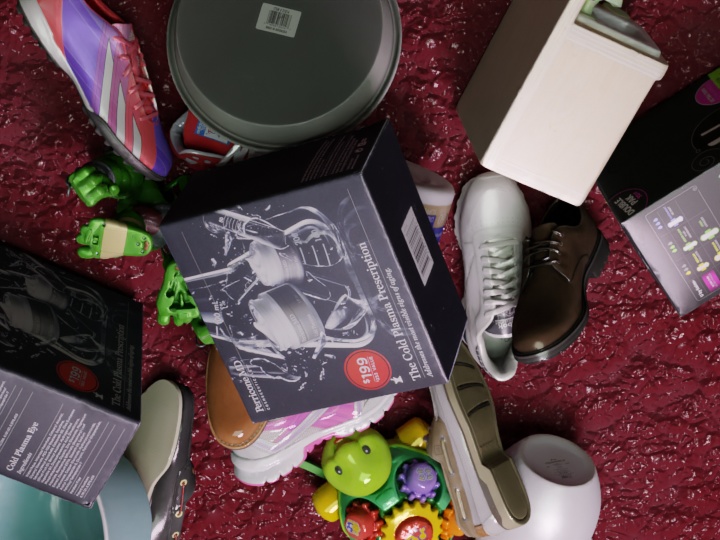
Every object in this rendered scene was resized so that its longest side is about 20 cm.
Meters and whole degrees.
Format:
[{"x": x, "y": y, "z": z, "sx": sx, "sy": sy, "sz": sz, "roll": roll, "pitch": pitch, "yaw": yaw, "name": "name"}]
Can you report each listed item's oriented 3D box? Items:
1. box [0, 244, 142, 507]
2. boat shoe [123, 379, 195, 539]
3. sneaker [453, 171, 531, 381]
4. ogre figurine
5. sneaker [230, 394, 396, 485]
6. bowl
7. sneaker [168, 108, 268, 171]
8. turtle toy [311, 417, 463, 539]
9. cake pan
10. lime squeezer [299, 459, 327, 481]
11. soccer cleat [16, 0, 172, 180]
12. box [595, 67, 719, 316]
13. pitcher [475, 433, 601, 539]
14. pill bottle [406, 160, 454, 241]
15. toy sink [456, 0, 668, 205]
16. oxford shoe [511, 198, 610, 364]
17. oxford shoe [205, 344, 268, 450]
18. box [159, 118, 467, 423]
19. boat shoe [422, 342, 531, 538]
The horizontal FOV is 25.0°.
[{"x": -0.295, "y": 0.084, "z": 1.430, "sx": 0.182, "sy": 0.200, "sz": 0.104, "roll": 23, "pitch": 114, "yaw": -19, "name": "box"}, {"x": -0.198, "y": 0.198, "z": 1.594, "sx": 0.063, "sy": 0.074, "sz": 0.202, "roll": -2, "pitch": 114, "yaw": -44, "name": "boat shoe"}, {"x": 0.131, "y": 0.005, "z": 1.524, "sx": 0.076, "sy": 0.081, "sz": 0.201, "roll": -6, "pitch": 117, "yaw": -2, "name": "sneaker"}, {"x": -0.184, "y": -0.032, "z": 1.439, "sx": 0.200, "sy": 0.120, "sz": 0.098, "roll": 32, "pitch": 114, "yaw": -20, "name": "ogre figurine"}, {"x": -0.047, "y": 0.117, "z": 1.539, "sx": 0.200, "sy": 0.081, "sz": 0.088, "roll": -33, "pitch": 116, "yaw": -16, "name": "sneaker"}, {"x": -0.275, "y": 0.240, "z": 1.549, "sx": 0.105, "sy": 0.201, "sz": 0.201, "roll": -6, "pitch": 129, "yaw": -52, "name": "bowl"}, {"x": -0.077, "y": -0.103, "z": 1.380, "sx": 0.200, "sy": 0.071, "sz": 0.112, "roll": -1, "pitch": 151, "yaw": 39, "name": "sneaker"}, {"x": 0.029, "y": 0.223, "z": 1.604, "sx": 0.146, "sy": 0.101, "sz": 0.200, "roll": -38, "pitch": 117, "yaw": 4, "name": "turtle toy"}, {"x": -0.066, "y": -0.199, "z": 1.348, "sx": 0.200, "sy": 0.037, "sz": 0.201, "roll": -1, "pitch": 80, "yaw": 4, "name": "cake pan"}, {"x": -0.081, "y": 0.147, "z": 1.594, "sx": 0.070, "sy": 0.038, "sz": 0.200, "roll": -18, "pitch": 118, "yaw": 2, "name": "lime squeezer"}, {"x": -0.210, "y": -0.169, "z": 1.380, "sx": 0.073, "sy": 0.068, "sz": 0.200, "roll": -31, "pitch": 103, "yaw": 9, "name": "soccer cleat"}, {"x": 0.326, "y": -0.084, "z": 1.463, "sx": 0.200, "sy": 0.149, "sz": 0.124, "roll": -32, "pitch": 118, "yaw": 10, "name": "box"}, {"x": 0.190, "y": 0.264, "z": 1.660, "sx": 0.171, "sy": 0.121, "sz": 0.200, "roll": -7, "pitch": 129, "yaw": -32, "name": "pitcher"}, {"x": 0.000, "y": 0.000, "z": 1.463, "sx": 0.119, "sy": 0.120, "sz": 0.201, "roll": 14, "pitch": 105, "yaw": -15, "name": "pill bottle"}, {"x": 0.184, "y": -0.180, "z": 1.405, "sx": 0.112, "sy": 0.130, "sz": 0.200, "roll": 21, "pitch": 112, "yaw": -17, "name": "toy sink"}, {"x": 0.168, "y": 0.006, "z": 1.471, "sx": 0.072, "sy": 0.200, "sz": 0.085, "roll": -13, "pitch": 123, "yaw": 28, "name": "oxford shoe"}, {"x": -0.108, "y": 0.064, "z": 1.479, "sx": 0.071, "sy": 0.071, "sz": 0.201, "roll": 8, "pitch": 86, "yaw": 9, "name": "oxford shoe"}, {"x": -0.034, "y": 0.004, "z": 1.331, "sx": 0.182, "sy": 0.104, "sz": 0.200, "roll": -14, "pitch": 115, "yaw": 22, "name": "box"}, {"x": 0.095, "y": 0.161, "z": 1.567, "sx": 0.068, "sy": 0.201, "sz": 0.075, "roll": -27, "pitch": 164, "yaw": 31, "name": "boat shoe"}]
